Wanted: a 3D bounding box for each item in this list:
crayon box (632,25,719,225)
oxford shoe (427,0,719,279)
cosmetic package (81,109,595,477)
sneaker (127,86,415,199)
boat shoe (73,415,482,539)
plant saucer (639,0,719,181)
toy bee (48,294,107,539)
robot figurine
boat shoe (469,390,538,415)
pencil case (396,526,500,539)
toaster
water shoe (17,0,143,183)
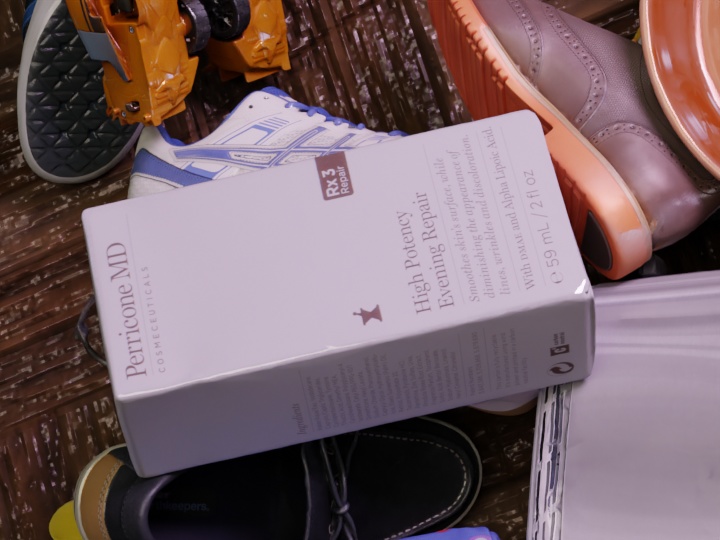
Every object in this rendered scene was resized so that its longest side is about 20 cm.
[{"bbox_3d":[0.204,-0.114,1.104,0.126,0.052,0.200,26,87,23],"label":"crayon box"},{"bbox_3d":[0.092,-0.085,1.086,0.073,0.071,0.200,-28,62,-10],"label":"oxford shoe"},{"bbox_3d":[-0.010,0.009,1.011,0.199,0.074,0.102,-13,57,-3],"label":"cosmetic package"},{"bbox_3d":[-0.024,-0.054,1.159,0.199,0.075,0.088,-11,71,15],"label":"sneaker"},{"bbox_3d":[-0.027,0.102,1.070,0.062,0.200,0.075,6,96,60],"label":"boat shoe"},{"bbox_3d":[0.218,-0.113,1.014,0.200,0.032,0.201,-3,81,18],"label":"plant saucer"},{"bbox_3d":[-0.076,0.102,1.137,0.131,0.109,0.200,24,110,14],"label":"toy bee"},{"bbox_3d":[-0.098,-0.178,1.152,0.058,0.145,0.201,5,114,44],"label":"robot figurine"},{"bbox_3d":[0.000,0.000,1.097,0.200,0.071,0.069,18,119,-10],"label":"boat shoe"},{"bbox_3d":[-0.022,0.167,1.024,0.199,0.078,0.087,-11,60,-1],"label":"pencil case"},{"bbox_3d":[0.148,0.091,1.042,0.129,0.114,0.201,0,78,24],"label":"toaster"},{"bbox_3d":[-0.137,-0.145,1.231,0.071,0.079,0.201,7,100,-16],"label":"water shoe"}]
